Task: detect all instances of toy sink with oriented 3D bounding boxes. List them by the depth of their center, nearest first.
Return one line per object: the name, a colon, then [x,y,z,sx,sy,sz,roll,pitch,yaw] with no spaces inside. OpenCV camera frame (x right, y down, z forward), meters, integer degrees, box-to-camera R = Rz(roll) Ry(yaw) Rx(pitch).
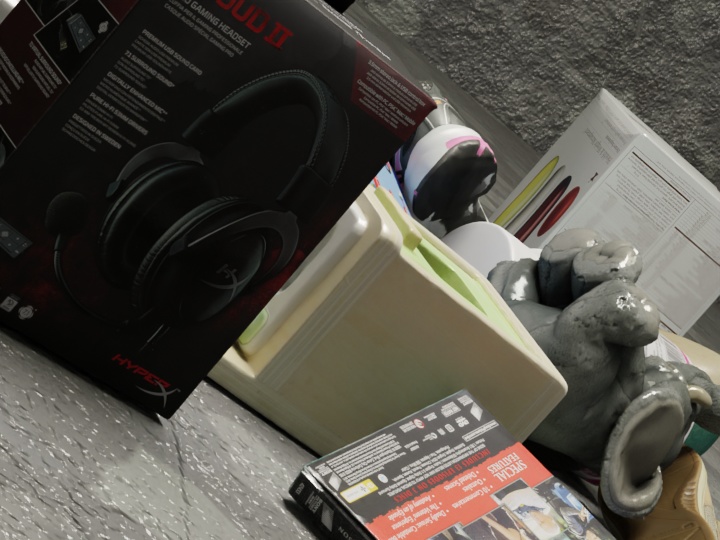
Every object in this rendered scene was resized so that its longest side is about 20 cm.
toy sink: [-0.011,0.015,1.211,0.200,0.112,0.130,37,10,-29]

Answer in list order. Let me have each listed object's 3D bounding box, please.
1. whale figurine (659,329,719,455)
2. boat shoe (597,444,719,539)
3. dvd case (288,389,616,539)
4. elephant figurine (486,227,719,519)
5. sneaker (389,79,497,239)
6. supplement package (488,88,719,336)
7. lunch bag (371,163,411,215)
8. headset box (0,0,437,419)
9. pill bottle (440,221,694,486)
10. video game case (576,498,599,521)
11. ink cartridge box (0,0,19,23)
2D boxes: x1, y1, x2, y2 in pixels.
whale figurine: [0.207,0.092,1.835,0.158,0.104,0.200,16,6,-11]
boat shoe: [0.197,0.172,1.517,0.200,0.072,0.065,-96,166,-70]
dvd case: [0.076,0.145,1.092,0.200,0.022,0.146,44,31,17]
elephant figurine: [0.153,0.087,1.484,0.142,0.155,0.200,-95,160,-56]
sneaker: [0.042,-0.059,1.612,0.087,0.080,0.200,64,-23,24]
supplement package: [0.204,-0.017,2.010,0.147,0.200,0.191,39,8,-13]
lunch bag: [0.000,0.000,1.459,0.200,0.094,0.150,56,11,24]
headset box: [-0.078,-0.060,0.988,0.149,0.200,0.077,35,10,-40]
pill bottle: [0.127,0.056,1.609,0.200,0.113,0.113,36,11,-35]
video game case: [0.112,0.161,1.341,0.200,0.022,0.182,33,13,-44]
ink cartridge box: [-0.187,-0.111,1.141,0.200,0.083,0.147,41,8,-8]
